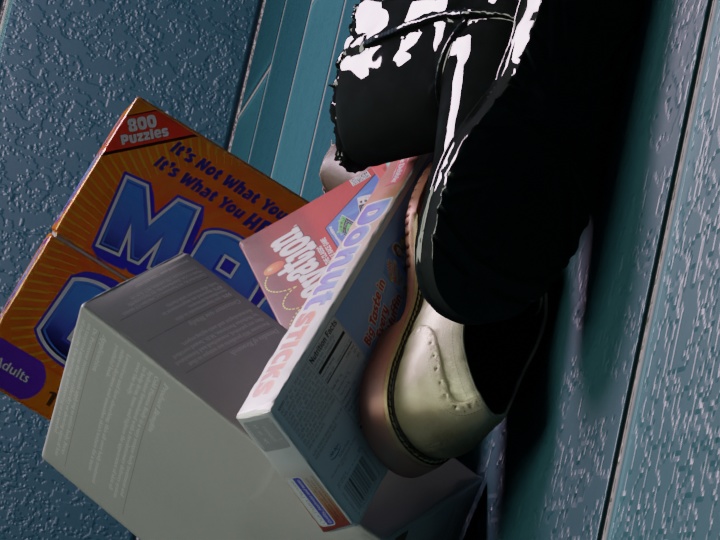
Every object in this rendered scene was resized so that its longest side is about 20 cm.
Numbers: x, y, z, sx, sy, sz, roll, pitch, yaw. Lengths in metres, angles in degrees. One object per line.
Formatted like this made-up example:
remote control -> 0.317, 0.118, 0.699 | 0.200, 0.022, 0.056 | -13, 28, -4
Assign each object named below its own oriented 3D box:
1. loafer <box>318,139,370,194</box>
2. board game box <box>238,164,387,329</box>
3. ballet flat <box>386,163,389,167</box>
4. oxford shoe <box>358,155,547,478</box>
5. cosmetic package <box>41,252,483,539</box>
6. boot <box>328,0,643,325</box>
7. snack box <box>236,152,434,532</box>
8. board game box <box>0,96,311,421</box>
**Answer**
loafer -> 0.008, -0.041, 1.505 | 0.200, 0.071, 0.073 | -144, 68, -82
board game box -> 0.000, 0.000, 1.311 | 0.019, 0.103, 0.200 | 60, 179, -24
ballet flat -> 0.046, -0.075, 1.328 | 0.200, 0.074, 0.074 | -116, 40, -73
oxford shoe -> 0.062, 0.004, 1.138 | 0.074, 0.071, 0.200 | -22, 42, 41
cosmetic package -> -0.050, 0.095, 1.199 | 0.090, 0.200, 0.107 | -31, -30, -48
boot -> 0.039, -0.067, 1.117 | 0.162, 0.073, 0.199 | -2, 64, 57
snack box -> 0.010, 0.024, 1.151 | 0.024, 0.072, 0.200 | -16, 30, 39
board game box -> -0.118, 0.027, 1.640 | 0.200, 0.200, 0.200 | -59, 7, -3
